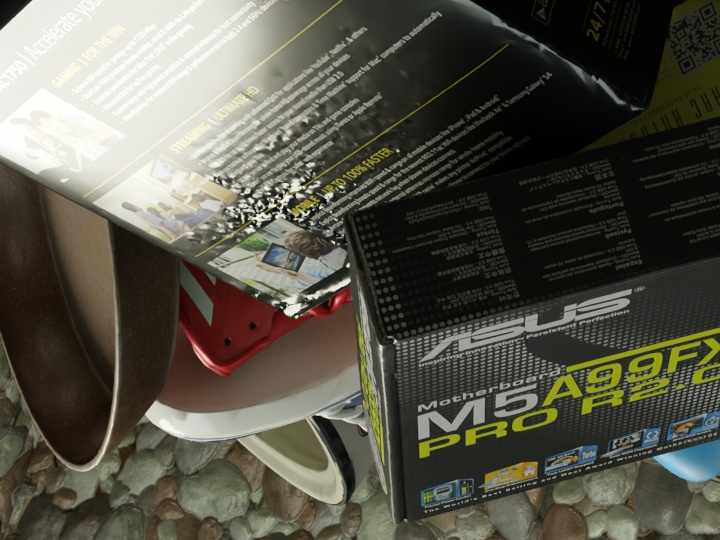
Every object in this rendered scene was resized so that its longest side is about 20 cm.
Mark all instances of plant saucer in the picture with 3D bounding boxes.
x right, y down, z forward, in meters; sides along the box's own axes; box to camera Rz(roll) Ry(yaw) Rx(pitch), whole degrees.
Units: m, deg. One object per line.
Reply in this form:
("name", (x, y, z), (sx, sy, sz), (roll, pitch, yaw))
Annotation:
("plant saucer", (-0.106, -0.028, 0.964), (0.034, 0.201, 0.200), (-11, -175, -20))

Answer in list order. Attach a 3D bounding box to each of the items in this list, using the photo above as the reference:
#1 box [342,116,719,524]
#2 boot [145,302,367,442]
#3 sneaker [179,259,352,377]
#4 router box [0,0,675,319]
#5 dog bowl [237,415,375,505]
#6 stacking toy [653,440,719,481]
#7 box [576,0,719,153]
("box", (0.097, 0.009, 0.798), (0.199, 0.044, 0.160), (-15, 157, -5))
("boot", (-0.003, 0.040, 1.064), (0.200, 0.090, 0.073), (-25, -131, -29))
("sneaker", (0.000, 0.000, 0.999), (0.200, 0.116, 0.078), (26, 180, -2))
("router box", (-0.026, -0.065, 0.775), (0.149, 0.051, 0.200), (28, 149, -21))
("dog bowl", (-0.049, 0.009, 1.190), (0.200, 0.074, 0.200), (45, 165, 15))
("stacking toy", (0.157, 0.018, 1.227), (0.116, 0.110, 0.200), (38, -170, 10))
("box", (0.136, -0.027, 0.865), (0.075, 0.050, 0.200), (-30, 153, 20))
